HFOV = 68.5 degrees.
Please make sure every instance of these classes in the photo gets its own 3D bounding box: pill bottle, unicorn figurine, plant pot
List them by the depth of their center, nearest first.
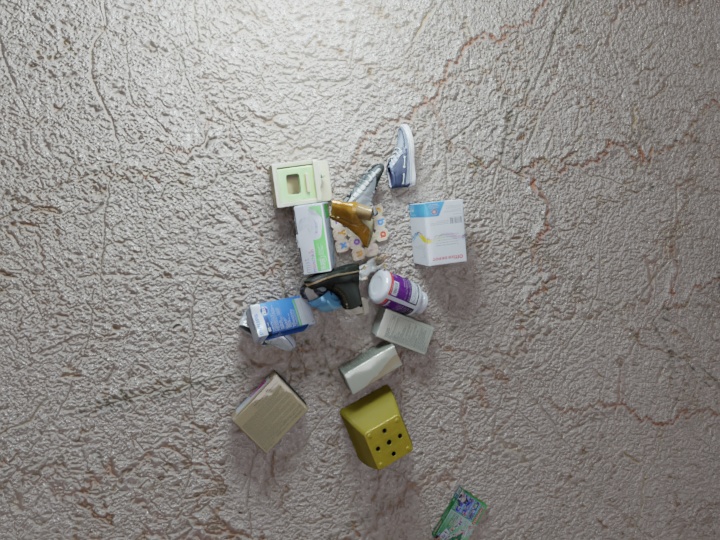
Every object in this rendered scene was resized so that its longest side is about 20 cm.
[{"bbox_3d":[0.000,0.000,1.735,0.195,0.136,0.076,-10,88,-29],"label":"unicorn figurine"},{"bbox_3d":[0.129,0.079,1.765,0.196,0.112,0.116,22,89,-31],"label":"pill bottle"},{"bbox_3d":[0.069,0.539,1.768,0.196,0.176,0.205,-25,101,-12],"label":"plant pot"}]

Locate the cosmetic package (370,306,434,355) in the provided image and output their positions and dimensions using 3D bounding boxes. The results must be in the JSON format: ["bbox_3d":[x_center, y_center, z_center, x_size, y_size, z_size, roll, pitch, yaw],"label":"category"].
[{"bbox_3d":[0.144,0.204,1.812,0.195,0.071,0.108,24,89,-17],"label":"cosmetic package"}]

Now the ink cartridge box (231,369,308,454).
[{"bbox_3d":[-0.292,0.455,1.708,0.200,0.075,0.166,-44,103,-7],"label":"ink cartridge box"}]

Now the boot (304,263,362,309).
[{"bbox_3d":[-0.071,0.067,1.612,0.196,0.077,0.143,-15,101,-34],"label":"boot"}]

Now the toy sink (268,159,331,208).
[{"bbox_3d":[-0.179,-0.273,1.654,0.194,0.112,0.135,-9,98,-15],"label":"toy sink"}]

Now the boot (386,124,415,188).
[{"bbox_3d":[0.128,-0.377,1.752,0.088,0.072,0.207,-11,99,-20],"label":"boot"}]

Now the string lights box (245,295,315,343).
[{"bbox_3d":[-0.249,0.148,1.653,0.195,0.059,0.105,-10,70,-32],"label":"string lights box"}]

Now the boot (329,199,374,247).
[{"bbox_3d":[-0.029,-0.155,1.694,0.139,0.203,0.072,13,60,9],"label":"boot"}]

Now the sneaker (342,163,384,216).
[{"bbox_3d":[0.032,-0.243,1.730,0.115,0.075,0.201,41,94,-20],"label":"sneaker"}]

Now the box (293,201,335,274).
[{"bbox_3d":[-0.140,-0.104,1.640,0.093,0.177,0.207,-7,97,2],"label":"box"}]

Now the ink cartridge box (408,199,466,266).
[{"bbox_3d":[0.258,-0.128,1.776,0.142,0.146,0.207,-7,97,-15],"label":"ink cartridge box"}]

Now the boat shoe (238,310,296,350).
[{"bbox_3d":[-0.300,0.210,1.678,0.197,0.074,0.068,31,45,-6],"label":"boat shoe"}]

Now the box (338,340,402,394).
[{"bbox_3d":[0.032,0.323,1.781,0.196,0.095,0.080,-28,102,-10],"label":"box"}]

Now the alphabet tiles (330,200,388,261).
[{"bbox_3d":[-0.004,-0.141,1.767,0.190,0.015,0.206,-16,99,-14],"label":"alphabet tiles"}]

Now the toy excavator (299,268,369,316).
[{"bbox_3d":[-0.076,0.094,1.714,0.194,0.098,0.204,-39,105,-43],"label":"toy excavator"}]
